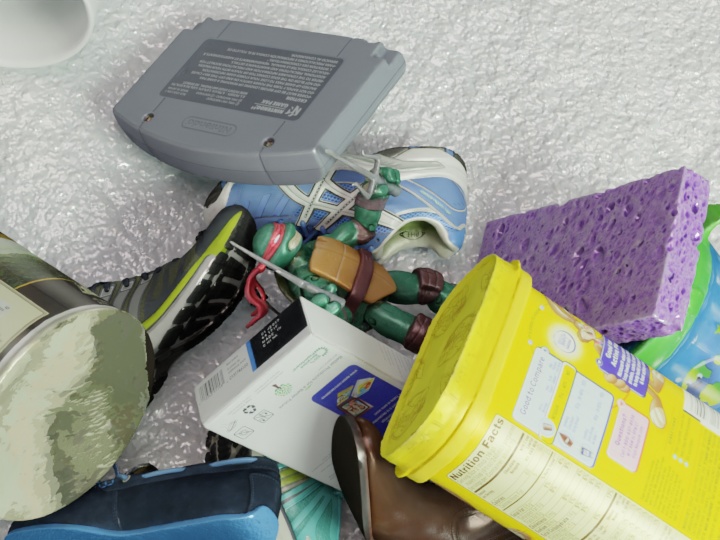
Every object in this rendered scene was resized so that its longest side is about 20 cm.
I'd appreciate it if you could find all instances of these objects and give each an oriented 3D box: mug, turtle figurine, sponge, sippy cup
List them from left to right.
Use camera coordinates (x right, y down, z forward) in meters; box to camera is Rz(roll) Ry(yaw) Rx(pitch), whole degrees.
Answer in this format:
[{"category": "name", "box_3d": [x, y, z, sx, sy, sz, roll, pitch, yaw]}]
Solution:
[{"category": "mug", "box_3d": [-0.256, -0.279, 1.025, 0.147, 0.200, 0.176, 8, 61, -7]}, {"category": "turtle figurine", "box_3d": [0.000, 0.000, 0.948, 0.200, 0.101, 0.150, 27, 54, -17]}, {"category": "sponge", "box_3d": [0.148, 0.001, 0.957, 0.030, 0.200, 0.112, 29, 65, -27]}, {"category": "sippy cup", "box_3d": [0.227, 0.050, 0.968, 0.130, 0.178, 0.140, 32, 49, -20]}]

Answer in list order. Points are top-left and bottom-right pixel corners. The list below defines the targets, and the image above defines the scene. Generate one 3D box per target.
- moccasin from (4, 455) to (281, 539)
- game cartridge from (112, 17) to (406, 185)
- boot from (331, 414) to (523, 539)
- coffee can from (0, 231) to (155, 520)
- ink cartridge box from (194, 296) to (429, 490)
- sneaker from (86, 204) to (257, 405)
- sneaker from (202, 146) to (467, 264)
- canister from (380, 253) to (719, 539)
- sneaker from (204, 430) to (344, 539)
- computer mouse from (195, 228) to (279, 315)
[{"category": "moccasin", "box_3d": [-0.136, 0.163, 0.909, 0.199, 0.081, 0.068, -7, 41, 21]}, {"category": "game cartridge", "box_3d": [-0.080, -0.123, 1.013, 0.200, 0.041, 0.133, 15, 53, 35]}, {"category": "boot", "box_3d": [0.088, 0.132, 0.910, 0.199, 0.187, 0.064, -18, 44, -8]}, {"category": "coffee can", "box_3d": [-0.252, 0.047, 0.890, 0.200, 0.147, 0.146, 30, 67, 29]}, {"category": "ink cartridge box", "box_3d": [-0.003, 0.095, 0.908, 0.099, 0.200, 0.039, -40, 42, 19]}, {"category": "sneaker", "box_3d": [-0.151, 0.026, 0.959, 0.081, 0.074, 0.200, 43, 90, 20]}, {"category": "sneaker", "box_3d": [-0.015, -0.043, 1.017, 0.199, 0.076, 0.077, -6, 64, -6]}, {"category": "canister", "box_3d": [0.128, 0.103, 0.846, 0.200, 0.087, 0.149, 33, 49, -8]}, {"category": "sneaker", "box_3d": [-0.054, 0.154, 0.949, 0.079, 0.077, 0.201, 0, 65, -33]}, {"category": "computer mouse", "box_3d": [-0.054, 0.049, 0.989, 0.034, 0.059, 0.200, -42, 76, -10]}]
